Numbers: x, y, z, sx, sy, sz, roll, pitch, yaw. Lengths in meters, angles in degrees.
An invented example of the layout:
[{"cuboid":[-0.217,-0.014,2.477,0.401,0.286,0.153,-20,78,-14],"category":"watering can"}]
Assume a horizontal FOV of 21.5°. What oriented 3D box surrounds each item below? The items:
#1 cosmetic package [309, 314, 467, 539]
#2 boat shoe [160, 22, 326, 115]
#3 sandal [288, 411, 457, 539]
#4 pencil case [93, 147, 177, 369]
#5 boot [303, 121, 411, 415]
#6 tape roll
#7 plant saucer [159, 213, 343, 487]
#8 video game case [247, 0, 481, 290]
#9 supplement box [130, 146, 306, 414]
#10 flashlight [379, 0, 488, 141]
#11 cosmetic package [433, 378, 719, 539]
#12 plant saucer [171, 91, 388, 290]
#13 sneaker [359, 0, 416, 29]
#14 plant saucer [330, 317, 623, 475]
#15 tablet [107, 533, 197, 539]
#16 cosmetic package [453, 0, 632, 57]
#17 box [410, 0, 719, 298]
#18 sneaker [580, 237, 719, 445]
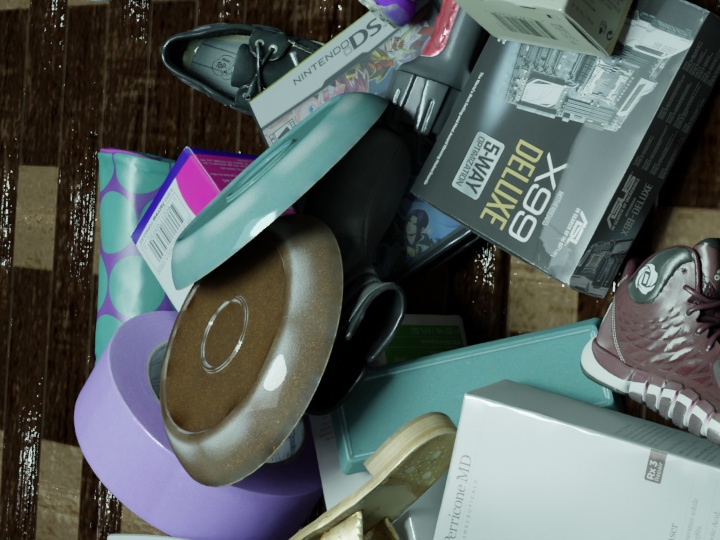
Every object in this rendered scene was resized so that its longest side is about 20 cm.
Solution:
[{"cuboid":[0.032,0.139,1.371,0.085,0.107,0.202,-24,74,40],"category":"cosmetic package"},{"cuboid":[-0.086,-0.161,1.526,0.199,0.066,0.075,26,104,41],"category":"boat shoe"},{"cuboid":[0.004,0.192,1.271,0.212,0.077,0.070,-51,52,20],"category":"sandal"},{"cuboid":[-0.182,-0.001,1.606,0.092,0.084,0.202,-172,83,-83],"category":"pencil case"},{"cuboid":[0.000,0.000,1.315,0.201,0.069,0.131,-63,29,1],"category":"boot"},{"cuboid":[-0.116,0.121,1.453,0.200,0.199,0.066,53,124,32],"category":"tape roll"},{"cuboid":[-0.084,0.049,1.312,0.200,0.032,0.201,-36,40,38],"category":"plant saucer"},{"cuboid":[0.023,-0.094,1.410,0.180,0.025,0.201,-34,65,20],"category":"video game case"},{"cuboid":[-0.078,0.009,1.489,0.101,0.103,0.200,-54,53,28],"category":"supplement box"},{"cuboid":[0.066,-0.195,1.354,0.201,0.068,0.068,-69,21,3],"category":"flashlight"},{"cuboid":[0.157,0.151,1.220,0.199,0.081,0.114,13,99,21],"category":"cosmetic package"},{"cuboid":[-0.063,-0.063,1.336,0.027,0.200,0.200,49,129,-8],"category":"plant saucer"},{"cuboid":[0.022,-0.275,1.405,0.099,0.069,0.201,-29,54,22],"category":"sneaker"},{"cuboid":[0.077,0.085,1.303,0.198,0.019,0.070,-13,77,4],"category":"plant saucer"},{"cuboid":[-0.079,0.230,1.420,0.130,0.199,0.014,-3,66,45],"category":"tablet"},{"cuboid":[0.145,-0.251,1.248,0.103,0.073,0.201,18,80,40],"category":"cosmetic package"},{"cuboid":[0.142,-0.104,1.283,0.157,0.050,0.201,34,100,41],"category":"box"},{"cuboid":[0.228,0.042,1.203,0.199,0.075,0.116,24,102,43],"category":"sneaker"}]
